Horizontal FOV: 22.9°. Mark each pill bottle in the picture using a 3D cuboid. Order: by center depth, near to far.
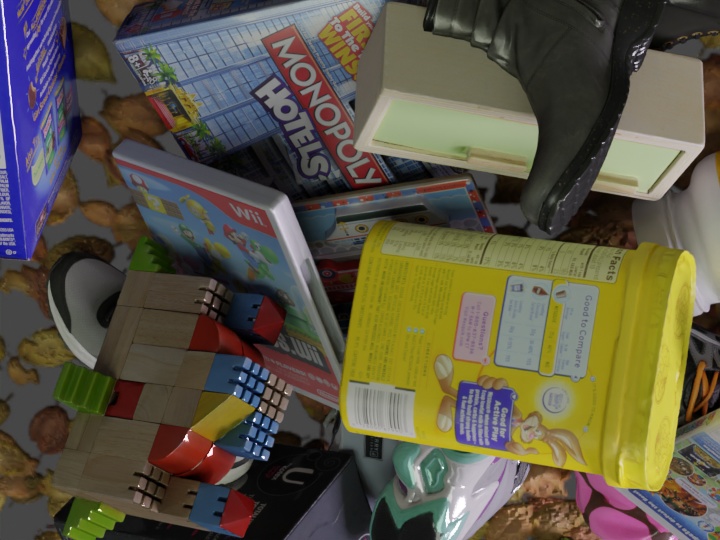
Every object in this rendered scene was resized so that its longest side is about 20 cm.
[{"bbox_3d":[0.282,-0.035,1.133,0.200,0.112,0.113,-17,118,18],"label":"pill bottle"}]

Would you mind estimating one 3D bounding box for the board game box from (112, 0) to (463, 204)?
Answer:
[{"bbox_3d":[-0.022,-0.119,1.156,0.200,0.062,0.200,-22,116,21],"label":"board game box"}]

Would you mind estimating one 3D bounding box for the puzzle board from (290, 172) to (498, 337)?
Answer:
[{"bbox_3d":[0.000,0.000,1.215,0.200,0.017,0.151,-9,142,17],"label":"puzzle board"}]

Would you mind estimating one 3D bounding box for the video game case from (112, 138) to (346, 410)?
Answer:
[{"bbox_3d":[-0.077,0.007,1.173,0.143,0.017,0.200,20,146,35],"label":"video game case"}]

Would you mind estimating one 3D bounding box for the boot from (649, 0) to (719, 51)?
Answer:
[{"bbox_3d":[0.203,-0.152,1.103,0.200,0.077,0.138,24,127,9],"label":"boot"}]

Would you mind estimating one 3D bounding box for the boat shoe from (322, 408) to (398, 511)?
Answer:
[{"bbox_3d":[0.009,0.112,1.289,0.074,0.068,0.199,8,135,9],"label":"boat shoe"}]

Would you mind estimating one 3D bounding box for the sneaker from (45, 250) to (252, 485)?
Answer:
[{"bbox_3d":[-0.138,0.057,1.248,0.200,0.074,0.079,45,139,4],"label":"sneaker"}]

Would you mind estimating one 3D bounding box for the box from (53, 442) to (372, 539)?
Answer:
[{"bbox_3d":[-0.101,0.197,1.292,0.200,0.122,0.106,4,125,35],"label":"box"}]

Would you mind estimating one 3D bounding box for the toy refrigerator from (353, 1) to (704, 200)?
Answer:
[{"bbox_3d":[0.101,-0.098,1.077,0.200,0.070,0.076,9,154,-12],"label":"toy refrigerator"}]

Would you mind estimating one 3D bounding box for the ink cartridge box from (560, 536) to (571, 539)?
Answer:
[{"bbox_3d":[0.191,0.315,1.311,0.148,0.200,0.076,26,122,-8],"label":"ink cartridge box"}]

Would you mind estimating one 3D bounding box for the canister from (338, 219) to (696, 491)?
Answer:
[{"bbox_3d":[0.096,0.048,1.105,0.200,0.087,0.149,8,86,21],"label":"canister"}]

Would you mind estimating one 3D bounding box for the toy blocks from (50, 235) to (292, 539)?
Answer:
[{"bbox_3d":[-0.108,0.082,1.123,0.137,0.200,0.100,4,158,38],"label":"toy blocks"}]

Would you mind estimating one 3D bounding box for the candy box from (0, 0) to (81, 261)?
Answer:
[{"bbox_3d":[-0.232,-0.134,1.114,0.077,0.169,0.200,3,121,2],"label":"candy box"}]

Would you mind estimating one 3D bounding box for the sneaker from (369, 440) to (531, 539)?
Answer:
[{"bbox_3d":[0.084,0.111,1.245,0.078,0.140,0.200,36,120,21],"label":"sneaker"}]

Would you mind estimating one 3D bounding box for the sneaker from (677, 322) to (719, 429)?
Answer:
[{"bbox_3d":[0.244,0.080,1.182,0.200,0.077,0.078,6,102,-35],"label":"sneaker"}]

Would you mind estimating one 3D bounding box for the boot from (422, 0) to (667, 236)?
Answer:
[{"bbox_3d":[0.092,-0.120,1.016,0.131,0.200,0.068,21,153,6],"label":"boot"}]

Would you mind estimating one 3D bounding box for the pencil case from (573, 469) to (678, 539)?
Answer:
[{"bbox_3d":[0.174,0.106,1.253,0.094,0.091,0.200,-14,121,13],"label":"pencil case"}]

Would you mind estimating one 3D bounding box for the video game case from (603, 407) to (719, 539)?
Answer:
[{"bbox_3d":[0.266,0.144,1.143,0.143,0.018,0.200,38,146,-8],"label":"video game case"}]
